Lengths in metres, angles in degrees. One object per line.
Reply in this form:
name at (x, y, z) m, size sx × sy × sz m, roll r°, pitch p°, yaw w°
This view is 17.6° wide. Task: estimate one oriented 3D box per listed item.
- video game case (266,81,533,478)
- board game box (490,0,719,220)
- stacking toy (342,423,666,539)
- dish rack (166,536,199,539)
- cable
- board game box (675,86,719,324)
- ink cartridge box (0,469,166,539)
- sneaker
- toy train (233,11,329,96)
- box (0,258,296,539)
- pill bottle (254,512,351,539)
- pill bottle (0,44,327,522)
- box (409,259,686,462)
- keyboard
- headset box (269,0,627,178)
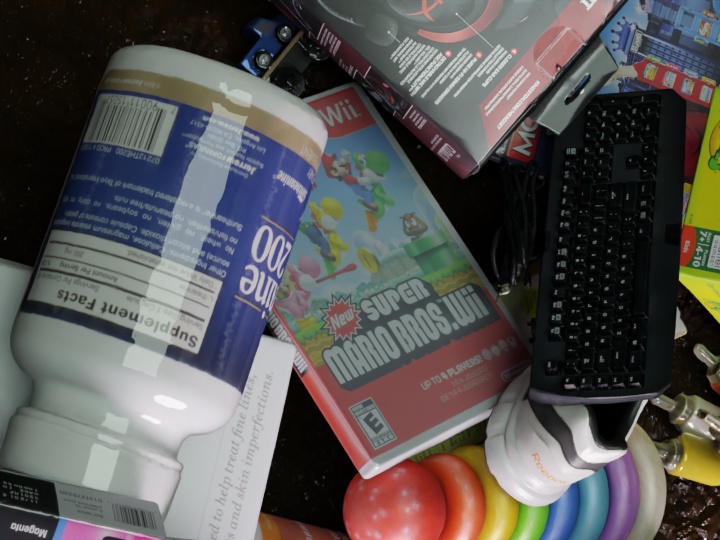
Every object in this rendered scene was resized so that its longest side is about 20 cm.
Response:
video game case at (0.000, 0.000, 1.234) m, size 0.142 × 0.017 × 0.201 m, roll -23°, pitch 74°, yaw -42°
board game box at (0.135, -0.142, 1.328) m, size 0.198 × 0.062 × 0.202 m, roll 20°, pitch 83°, yaw -17°
stacking toy at (0.071, 0.121, 1.252) m, size 0.199 × 0.085 × 0.086 m, roll 1°, pitch 88°, yaw -41°
dish rack at (-0.138, 0.189, 1.079) m, size 0.198 × 0.044 × 0.173 m, roll 7°, pitch 113°, yaw -16°
cable at (0.257, 0.114, 1.383) m, size 0.199 × 0.050 × 0.098 m, roll 36°, pitch 82°, yaw -26°
board game box at (0.223, -0.023, 1.293) m, size 0.047 × 0.200 × 0.103 m, roll 11°, pitch 82°, yaw 20°
ink cartridge box at (-0.161, 0.184, 1.028) m, size 0.094 × 0.037 × 0.201 m, roll 14°, pitch 113°, yaw -20°
sneaker at (0.136, 0.034, 1.235) m, size 0.074 × 0.080 × 0.201 m, roll 36°, pitch 55°, yaw -20°
toy train at (-0.010, -0.169, 1.290) m, size 0.046 × 0.034 × 0.201 m, roll 38°, pitch 76°, yaw -11°
box at (-0.161, 0.107, 1.172) m, size 0.198 × 0.131 × 0.201 m, roll 16°, pitch 83°, yaw -19°
pill bottle at (0.006, 0.201, 1.241) m, size 0.198 × 0.112 × 0.113 m, roll 16°, pitch 83°, yaw -19°
pill bottle at (-0.095, 0.008, 1.071) m, size 0.110 × 0.111 × 0.202 m, roll 22°, pitch 80°, yaw -18°
box at (0.082, 0.045, 1.309) m, size 0.199 × 0.050 × 0.076 m, roll -28°, pitch 97°, yaw -19°
keyboard at (0.113, -0.020, 1.206) m, size 0.040 × 0.103 × 0.201 m, roll 61°, pitch 29°, yaw -46°
headset box at (0.049, -0.157, 1.235) m, size 0.200 × 0.075 × 0.149 m, roll 41°, pitch 85°, yaw -1°
